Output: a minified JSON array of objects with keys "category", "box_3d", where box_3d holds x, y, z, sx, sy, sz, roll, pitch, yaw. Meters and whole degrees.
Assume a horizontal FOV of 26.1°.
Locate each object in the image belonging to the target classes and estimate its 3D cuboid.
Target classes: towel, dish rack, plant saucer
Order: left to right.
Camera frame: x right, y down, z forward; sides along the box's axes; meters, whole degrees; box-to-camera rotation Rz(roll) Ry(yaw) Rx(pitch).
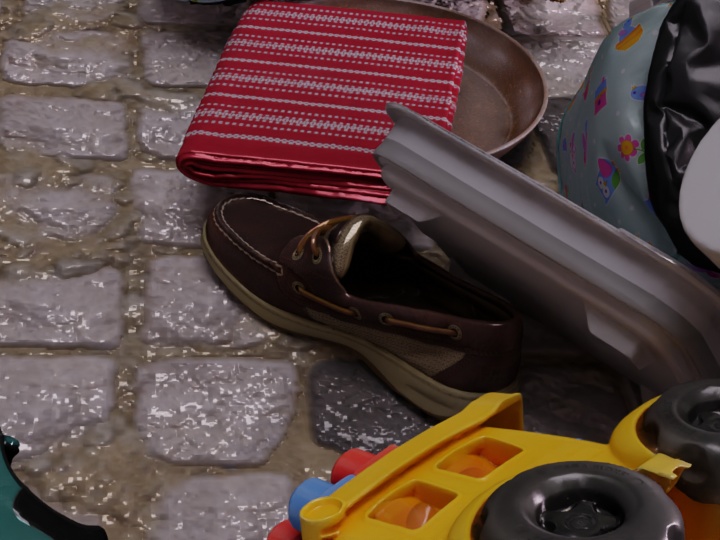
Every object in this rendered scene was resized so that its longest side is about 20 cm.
[{"category":"towel","box_3d":[-0.016,-0.101,0.896,0.145,0.022,0.200,7,36,5]},{"category":"plant saucer","box_3d":[0.014,-0.108,0.953,0.200,0.034,0.200,3,37,-2]},{"category":"dish rack","box_3d":[0.095,0.007,0.740,0.200,0.172,0.044,34,85,30]}]

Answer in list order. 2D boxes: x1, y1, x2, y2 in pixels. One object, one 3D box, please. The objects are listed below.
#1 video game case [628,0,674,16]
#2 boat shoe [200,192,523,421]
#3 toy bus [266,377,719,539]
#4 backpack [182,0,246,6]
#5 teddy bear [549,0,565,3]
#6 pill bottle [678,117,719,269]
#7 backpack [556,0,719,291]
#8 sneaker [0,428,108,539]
[{"category":"video game case","box_3d":[0.271,-0.184,1.001,0.143,0.018,0.200,-2,0,-7]},{"category":"boat shoe","box_3d":[0.000,0.000,0.779,0.200,0.072,0.072,34,45,32]},{"category":"toy bus","box_3d":[0.063,0.111,0.617,0.192,0.136,0.200,18,34,41]},{"category":"backpack","box_3d":[-0.079,-0.250,1.033,0.163,0.154,0.200,-6,45,3]},{"category":"teddy bear","box_3d":[0.066,-0.225,1.070,0.200,0.067,0.145,29,21,33]},{"category":"pill bottle","box_3d":[0.223,0.011,0.624,0.200,0.114,0.114,38,27,-28]},{"category":"backpack","box_3d":[0.171,-0.057,0.782,0.127,0.200,0.167,9,79,-2]},{"category":"sneaker","box_3d":[-0.192,0.089,0.646,0.200,0.071,0.080,33,40,23]}]
